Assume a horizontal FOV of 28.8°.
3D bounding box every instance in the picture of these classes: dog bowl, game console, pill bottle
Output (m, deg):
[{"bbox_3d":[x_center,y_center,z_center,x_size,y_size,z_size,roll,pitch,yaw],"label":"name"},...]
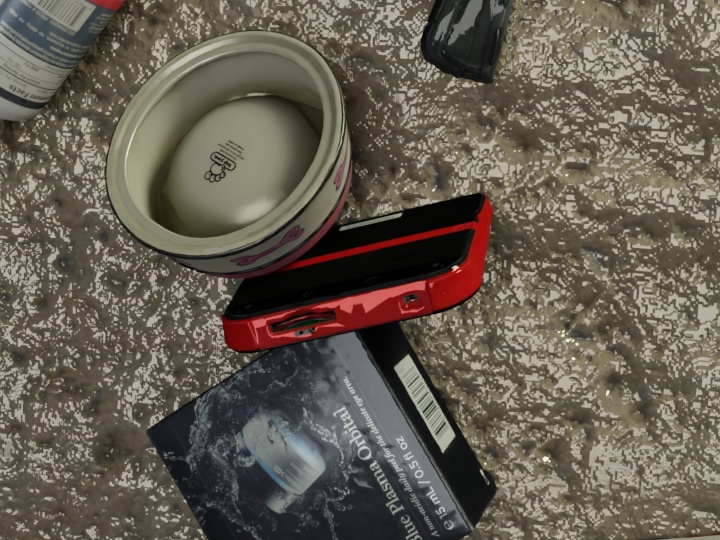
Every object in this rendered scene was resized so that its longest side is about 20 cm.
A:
[{"bbox_3d":[-0.094,-0.083,1.085,0.197,0.074,0.203,-9,60,16],"label":"dog bowl"},{"bbox_3d":[0.000,0.000,1.061,0.197,0.177,0.031,-12,109,15],"label":"game console"},{"bbox_3d":[-0.287,-0.194,1.137,0.120,0.120,0.200,43,105,5],"label":"pill bottle"}]

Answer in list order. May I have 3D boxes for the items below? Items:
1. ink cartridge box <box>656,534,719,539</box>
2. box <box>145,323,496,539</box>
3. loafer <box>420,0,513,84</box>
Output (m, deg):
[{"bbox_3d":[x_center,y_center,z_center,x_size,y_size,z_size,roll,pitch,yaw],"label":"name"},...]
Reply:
[{"bbox_3d":[0.259,0.317,1.047,0.143,0.145,0.203,-9,95,14],"label":"ink cartridge box"},{"bbox_3d":[-0.028,0.152,1.115,0.199,0.117,0.198,-32,88,17],"label":"box"},{"bbox_3d":[0.111,-0.241,1.063,0.070,0.068,0.203,22,100,-9],"label":"loafer"}]
